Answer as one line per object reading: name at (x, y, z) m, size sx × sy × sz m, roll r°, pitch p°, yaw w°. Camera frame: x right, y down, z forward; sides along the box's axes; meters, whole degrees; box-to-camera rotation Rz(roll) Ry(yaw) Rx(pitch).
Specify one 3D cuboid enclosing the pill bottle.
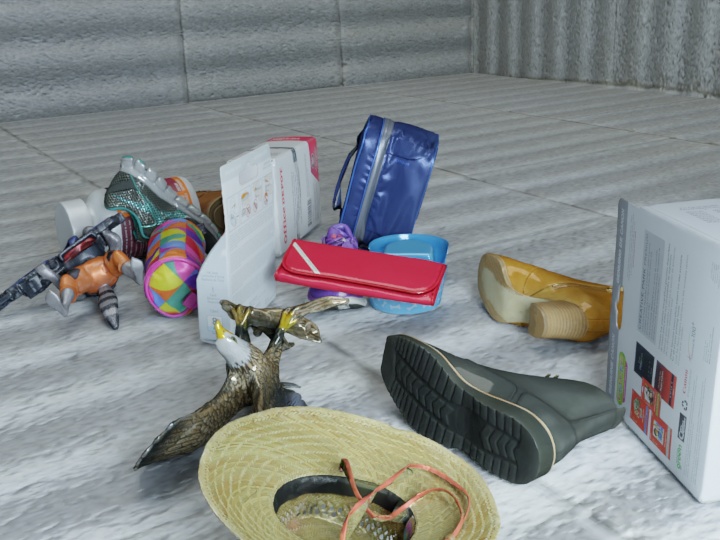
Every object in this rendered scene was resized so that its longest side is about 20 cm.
pill bottle at (-0.348, -0.074, 1.304) m, size 0.197 × 0.112 × 0.109 m, roll -14°, pitch 22°, yaw -34°

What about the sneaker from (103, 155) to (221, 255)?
sneaker at (-0.285, -0.070, 1.247) m, size 0.092 × 0.199 × 0.077 m, roll -53°, pitch 17°, yaw -12°

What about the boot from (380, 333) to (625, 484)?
boot at (0.124, 0.111, 0.783) m, size 0.136 × 0.079 × 0.199 m, roll -11°, pitch 34°, yaw -39°

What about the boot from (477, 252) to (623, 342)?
boot at (0.234, 0.032, 1.018) m, size 0.140 × 0.073 × 0.201 m, roll -1°, pitch 21°, yaw -18°

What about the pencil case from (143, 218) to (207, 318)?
pencil case at (-0.240, -0.007, 1.143) m, size 0.086 × 0.091 × 0.200 m, roll -4°, pitch 19°, yaw -7°

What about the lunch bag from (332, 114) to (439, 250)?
lunch bag at (0.030, -0.124, 1.294) m, size 0.129 × 0.204 × 0.136 m, roll 17°, pitch 17°, yaw 0°

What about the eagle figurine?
eagle figurine at (-0.101, 0.109, 0.759) m, size 0.151 × 0.150 × 0.203 m, roll -36°, pitch 32°, yaw 37°

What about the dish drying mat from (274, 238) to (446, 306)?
dish drying mat at (0.000, 0.000, 1.032) m, size 0.195 × 0.019 × 0.077 m, roll 9°, pitch 38°, yaw 14°

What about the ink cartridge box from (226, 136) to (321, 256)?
ink cartridge box at (-0.132, -0.121, 1.366) m, size 0.082 × 0.149 × 0.200 m, roll 2°, pitch 18°, yaw 15°

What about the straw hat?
straw hat at (-0.013, 0.175, 0.566) m, size 0.196 × 0.087 × 0.202 m, roll 11°, pitch 20°, yaw -4°

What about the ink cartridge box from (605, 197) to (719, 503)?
ink cartridge box at (0.280, 0.051, 0.715) m, size 0.082 × 0.205 × 0.176 m, roll -4°, pitch 19°, yaw -10°

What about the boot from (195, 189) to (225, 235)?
boot at (-0.256, -0.096, 1.430) m, size 0.151 × 0.076 × 0.200 m, roll 5°, pitch 7°, yaw 18°

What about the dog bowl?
dog bowl at (0.061, 0.003, 1.131) m, size 0.108 × 0.051 × 0.200 m, roll 0°, pitch 18°, yaw 7°

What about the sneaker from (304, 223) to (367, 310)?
sneaker at (-0.034, -0.007, 1.114) m, size 0.078 × 0.086 × 0.201 m, roll -3°, pitch 21°, yaw -2°

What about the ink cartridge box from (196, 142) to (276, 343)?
ink cartridge box at (-0.148, -0.037, 1.027) m, size 0.046 × 0.205 × 0.160 m, roll 3°, pitch 18°, yaw 14°

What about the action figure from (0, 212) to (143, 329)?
action figure at (-0.362, 0.022, 1.106) m, size 0.198 × 0.106 × 0.193 m, roll -36°, pitch 20°, yaw -11°
